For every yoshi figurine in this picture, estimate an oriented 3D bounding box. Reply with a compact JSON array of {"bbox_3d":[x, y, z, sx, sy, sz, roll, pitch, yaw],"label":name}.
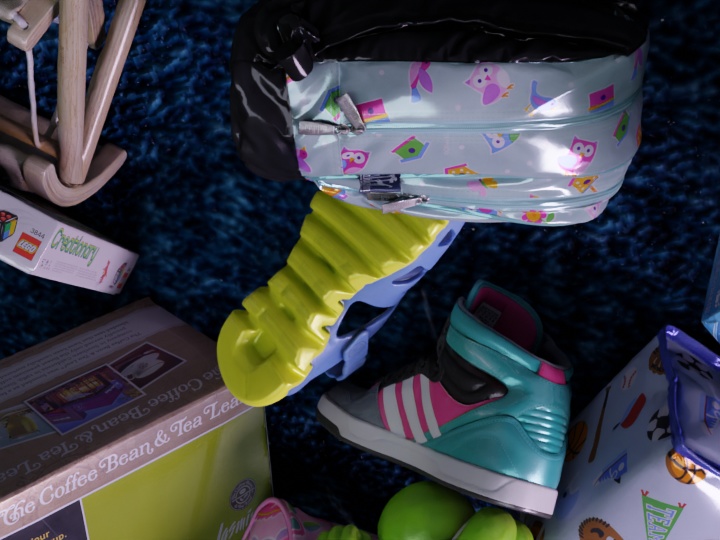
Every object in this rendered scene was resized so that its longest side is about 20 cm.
[{"bbox_3d":[0.012,0.201,0.770,0.200,0.112,0.112,-44,75,5],"label":"yoshi figurine"}]

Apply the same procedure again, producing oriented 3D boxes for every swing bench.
[{"bbox_3d":[-0.232,-0.151,0.755,0.199,0.130,0.200,25,125,6],"label":"swing bench"}]

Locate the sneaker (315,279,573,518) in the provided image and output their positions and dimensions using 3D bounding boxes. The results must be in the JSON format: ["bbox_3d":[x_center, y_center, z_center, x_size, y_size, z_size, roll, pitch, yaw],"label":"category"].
[{"bbox_3d":[0.054,0.064,0.800,0.084,0.121,0.200,22,175,-39],"label":"sneaker"}]

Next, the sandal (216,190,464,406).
[{"bbox_3d":[0.000,0.000,0.789,0.200,0.087,0.080,-46,62,19],"label":"sandal"}]

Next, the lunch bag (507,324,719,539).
[{"bbox_3d":[0.210,0.159,0.770,0.200,0.124,0.170,29,127,-14],"label":"lunch bag"}]

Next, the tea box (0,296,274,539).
[{"bbox_3d":[-0.171,0.155,0.846,0.133,0.200,0.197,28,131,41],"label":"tea box"}]

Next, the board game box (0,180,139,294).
[{"bbox_3d":[-0.214,-0.033,0.788,0.126,0.200,0.035,28,88,4],"label":"board game box"}]

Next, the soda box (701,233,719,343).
[{"bbox_3d":[0.213,-0.019,0.611,0.068,0.200,0.064,46,124,-9],"label":"soda box"}]

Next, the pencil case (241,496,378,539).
[{"bbox_3d":[0.013,0.211,0.852,0.200,0.088,0.087,21,130,-25],"label":"pencil case"}]

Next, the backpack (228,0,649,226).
[{"bbox_3d":[0.045,-0.097,0.674,0.199,0.167,0.127,5,127,5],"label":"backpack"}]
